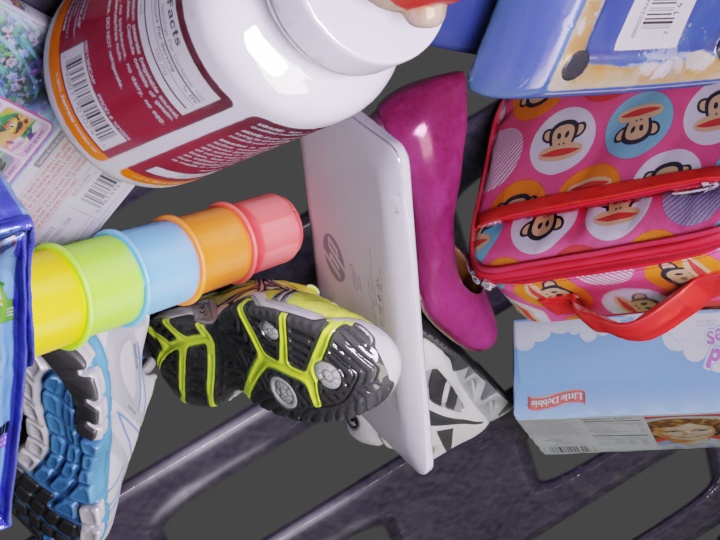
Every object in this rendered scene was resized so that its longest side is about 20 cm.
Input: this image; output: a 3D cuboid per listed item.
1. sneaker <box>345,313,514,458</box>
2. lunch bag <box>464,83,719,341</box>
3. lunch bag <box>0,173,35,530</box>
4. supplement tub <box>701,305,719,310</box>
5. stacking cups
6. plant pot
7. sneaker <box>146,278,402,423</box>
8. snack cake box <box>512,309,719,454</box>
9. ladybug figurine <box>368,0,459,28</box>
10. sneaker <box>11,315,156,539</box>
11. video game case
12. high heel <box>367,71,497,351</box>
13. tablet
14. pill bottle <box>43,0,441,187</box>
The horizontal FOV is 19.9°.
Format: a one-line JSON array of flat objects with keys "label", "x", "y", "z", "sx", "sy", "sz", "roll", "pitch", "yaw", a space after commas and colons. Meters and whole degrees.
[{"label": "sneaker", "x": 0.019, "y": 0.066, "z": 1.258, "sx": 0.088, "sy": 0.074, "sz": 0.200, "roll": -42, "pitch": 139, "yaw": 2}, {"label": "lunch bag", "x": 0.157, "y": -0.041, "z": 1.133, "sx": 0.199, "sy": 0.177, "sz": 0.082, "roll": -10, "pitch": 142, "yaw": 38}, {"label": "lunch bag", "x": -0.209, "y": 0.002, "z": 0.944, "sx": 0.094, "sy": 0.151, "sz": 0.201, "roll": -4, "pitch": 130, "yaw": -32}, {"label": "supplement tub", "x": 0.292, "y": -0.034, "z": 1.325, "sx": 0.199, "sy": 0.123, "sz": 0.123, "roll": -11, "pitch": 133, "yaw": -28}, {"label": "stacking cups", "x": -0.117, "y": -0.004, "z": 1.093, "sx": 0.200, "sy": 0.060, "sz": 0.061, "roll": -22, "pitch": 140, "yaw": -44}, {"label": "plant pot", "x": 0.102, "y": -0.191, "z": 0.984, "sx": 0.199, "sy": 0.180, "sz": 0.201, "roll": -8, "pitch": 131, "yaw": -43}, {"label": "sneaker", "x": -0.040, "y": 0.032, "z": 1.119, "sx": 0.076, "sy": 0.200, "sz": 0.076, "roll": -33, "pitch": 113, "yaw": -31}, {"label": "snack cake box", "x": 0.202, "y": 0.070, "z": 1.300, "sx": 0.199, "sy": 0.068, "sz": 0.115, "roll": -3, "pitch": 162, "yaw": 13}, {"label": "ladybug figurine", "x": 0.034, "y": -0.198, "z": 0.826, "sx": 0.136, "sy": 0.072, "sz": 0.201, "roll": -18, "pitch": 111, "yaw": -47}, {"label": "sneaker", "x": -0.150, "y": 0.088, "z": 1.167, "sx": 0.087, "sy": 0.075, "sz": 0.200, "roll": -46, "pitch": 163, "yaw": -40}, {"label": "video game case", "x": -0.207, "y": -0.045, "z": 1.035, "sx": 0.200, "sy": 0.024, "sz": 0.182, "roll": -49, "pitch": 138, "yaw": 14}, {"label": "high heel", "x": 0.060, "y": -0.029, "z": 1.201, "sx": 0.096, "sy": 0.068, "sz": 0.200, "roll": -31, "pitch": 137, "yaw": 8}, {"label": "tablet", "x": 0.000, "y": 0.000, "z": 1.112, "sx": 0.014, "sy": 0.130, "sz": 0.201, "roll": -17, "pitch": 122, "yaw": -20}, {"label": "pill bottle", "x": -0.053, "y": -0.111, "z": 0.942, "sx": 0.113, "sy": 0.114, "sz": 0.200, "roll": 3, "pitch": 169, "yaw": -37}]
